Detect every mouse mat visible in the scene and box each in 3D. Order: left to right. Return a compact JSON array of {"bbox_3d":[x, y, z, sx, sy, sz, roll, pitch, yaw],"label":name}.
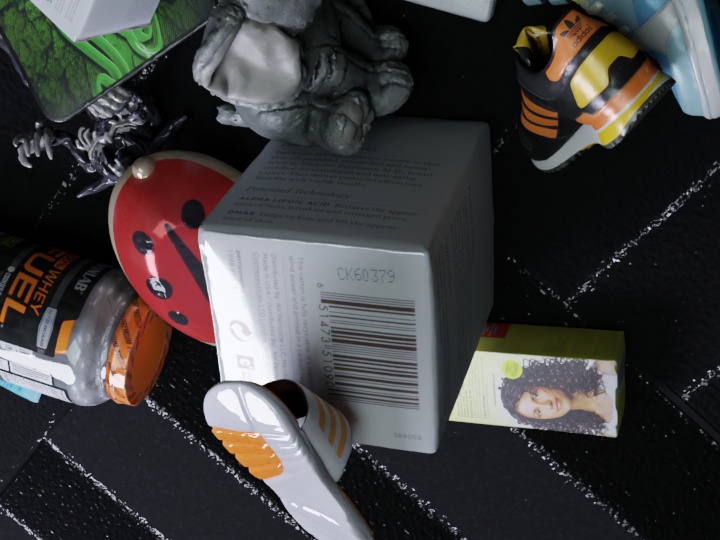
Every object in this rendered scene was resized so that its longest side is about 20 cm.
[{"bbox_3d":[-0.213,-0.232,0.968,0.160,0.008,0.201,-31,87,13],"label":"mouse mat"}]

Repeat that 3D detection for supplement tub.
[{"bbox_3d":[-0.271,0.042,1.134,0.198,0.123,0.124,16,122,10],"label":"supplement tub"}]

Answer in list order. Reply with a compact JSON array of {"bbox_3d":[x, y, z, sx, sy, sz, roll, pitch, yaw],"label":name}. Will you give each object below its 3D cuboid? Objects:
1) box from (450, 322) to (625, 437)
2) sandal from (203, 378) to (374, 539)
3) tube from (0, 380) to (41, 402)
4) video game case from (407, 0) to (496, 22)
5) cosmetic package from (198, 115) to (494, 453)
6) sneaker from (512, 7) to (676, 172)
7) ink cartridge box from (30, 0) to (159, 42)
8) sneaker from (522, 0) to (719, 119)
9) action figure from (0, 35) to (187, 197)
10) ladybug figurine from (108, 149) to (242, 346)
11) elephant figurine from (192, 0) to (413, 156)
[{"bbox_3d":[0.112,0.083,1.060,0.197,0.050,0.076,3,119,19],"label":"box"},{"bbox_3d":[-0.038,0.122,0.900,0.078,0.060,0.207,9,146,33],"label":"sandal"},{"bbox_3d":[-0.380,0.056,1.228,0.199,0.051,0.078,33,146,-4],"label":"tube"},{"bbox_3d":[0.025,-0.289,0.900,0.180,0.023,0.202,17,122,10],"label":"video game case"},{"bbox_3d":[0.000,0.000,0.963,0.163,0.200,0.167,6,121,16],"label":"cosmetic package"},{"bbox_3d":[0.135,-0.126,0.872,0.070,0.200,0.090,-45,96,-8],"label":"sneaker"},{"bbox_3d":[-0.188,-0.290,0.874,0.175,0.084,0.201,42,125,13],"label":"ink cartridge box"},{"bbox_3d":[0.164,-0.183,0.877,0.129,0.080,0.202,-17,101,25],"label":"sneaker"},{"bbox_3d":[-0.221,-0.127,1.035,0.118,0.102,0.201,-33,102,20],"label":"action figure"},{"bbox_3d":[-0.124,-0.009,1.050,0.135,0.072,0.201,-30,126,11],"label":"ladybug figurine"},{"bbox_3d":[-0.058,-0.178,0.885,0.155,0.141,0.200,-47,140,-2],"label":"elephant figurine"}]
